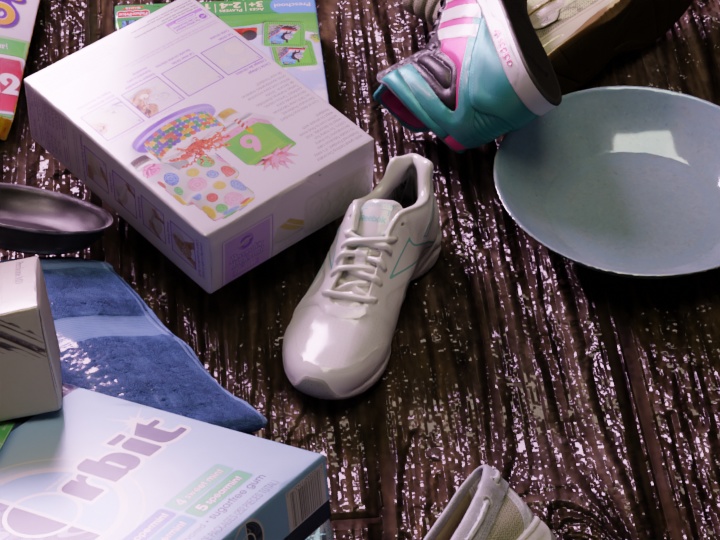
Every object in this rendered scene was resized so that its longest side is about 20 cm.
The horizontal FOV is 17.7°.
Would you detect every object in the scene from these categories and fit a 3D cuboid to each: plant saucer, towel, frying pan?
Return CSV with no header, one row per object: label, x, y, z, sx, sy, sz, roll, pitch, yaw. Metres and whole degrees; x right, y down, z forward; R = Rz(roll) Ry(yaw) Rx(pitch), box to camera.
plant saucer,0.189,-0.051,1.579,0.201,0.039,0.201,1,42,-1
towel,-0.152,0.057,1.418,0.112,0.049,0.200,0,35,-43
frying pan,-0.252,-0.044,1.505,0.190,0.031,0.115,15,14,17

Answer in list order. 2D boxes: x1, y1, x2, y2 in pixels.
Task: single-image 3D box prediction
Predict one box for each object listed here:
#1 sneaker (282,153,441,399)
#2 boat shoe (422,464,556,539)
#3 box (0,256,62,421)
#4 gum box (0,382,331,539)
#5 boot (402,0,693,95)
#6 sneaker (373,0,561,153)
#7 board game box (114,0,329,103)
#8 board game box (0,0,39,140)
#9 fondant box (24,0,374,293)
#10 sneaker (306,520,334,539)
sneaker,0.000,0.000,1.489,0.070,0.080,0.200,15,45,12
boat shoe,0.029,0.182,1.279,0.202,0.074,0.065,-35,88,-38
box,-0.271,0.053,1.296,0.200,0.068,0.082,-12,24,-5
gum box,-0.145,0.131,1.231,0.200,0.045,0.170,13,31,32
boot,0.148,-0.217,1.733,0.200,0.072,0.155,-35,53,-24
sneaker,0.062,-0.156,1.635,0.121,0.084,0.200,-33,43,18
board game box,-0.098,-0.121,1.651,0.151,0.037,0.200,-3,44,-5
board game box,-0.289,-0.179,1.697,0.095,0.030,0.200,18,38,-13
fondant box,-0.109,-0.089,1.548,0.144,0.058,0.200,-31,53,-28
sneaker,-0.078,0.183,1.272,0.079,0.096,0.200,26,48,24
